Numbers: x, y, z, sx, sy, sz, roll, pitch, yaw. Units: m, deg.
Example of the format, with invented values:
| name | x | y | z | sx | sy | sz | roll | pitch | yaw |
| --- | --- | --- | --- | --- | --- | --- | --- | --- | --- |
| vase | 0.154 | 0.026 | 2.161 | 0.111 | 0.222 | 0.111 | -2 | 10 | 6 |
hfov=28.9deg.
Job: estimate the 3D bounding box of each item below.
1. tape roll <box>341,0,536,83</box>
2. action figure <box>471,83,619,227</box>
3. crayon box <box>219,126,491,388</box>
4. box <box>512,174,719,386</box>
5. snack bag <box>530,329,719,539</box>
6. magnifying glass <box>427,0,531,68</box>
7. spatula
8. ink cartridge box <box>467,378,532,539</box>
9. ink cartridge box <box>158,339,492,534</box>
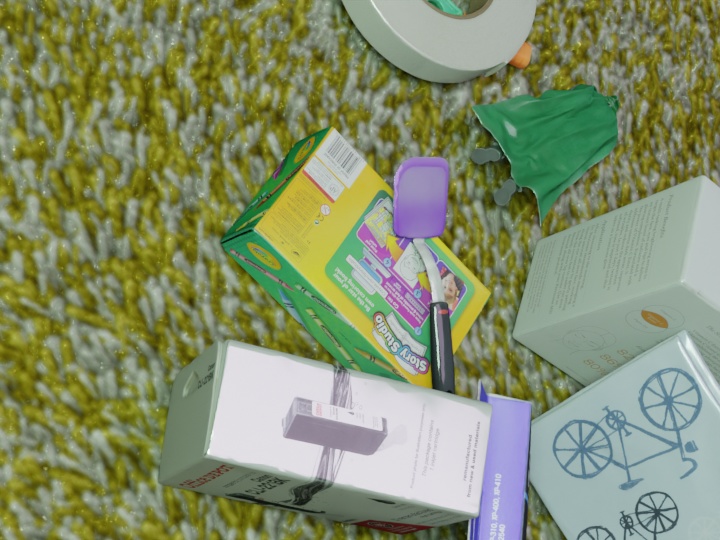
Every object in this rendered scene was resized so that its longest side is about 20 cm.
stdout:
| name | x | y | z | sx | sy | sz | roll | pitch | yaw |
| --- | --- | --- | --- | --- | --- | --- | --- | --- | --- |
| tape roll | 0.067 | -0.262 | 1.212 | 0.202 | 0.037 | 0.204 | 10 | 71 | -31 |
| action figure | 0.180 | -0.122 | 1.267 | 0.200 | 0.055 | 0.118 | -30 | 94 | -43 |
| crayon box | 0.000 | 0.000 | 1.110 | 0.200 | 0.058 | 0.119 | 46 | 58 | -17 |
| box | 0.257 | 0.027 | 1.189 | 0.152 | 0.200 | 0.107 | 34 | 58 | -25 |
| snack bag | 0.241 | 0.177 | 1.138 | 0.200 | 0.188 | 0.021 | 58 | 29 | 9 |
| magnifying glass | 0.070 | -0.227 | 1.238 | 0.199 | 0.022 | 0.080 | 21 | 67 | -30 |
| spatula | 0.056 | 0.011 | 1.096 | 0.056 | 0.021 | 0.201 | -1 | 80 | -37 |
| ink cartridge box | 0.104 | 0.203 | 1.059 | 0.043 | 0.200 | 0.199 | 3 | 71 | 9 |
| ink cartridge box | -0.029 | 0.122 | 0.985 | 0.199 | 0.144 | 0.084 | 16 | 70 | -17 |
